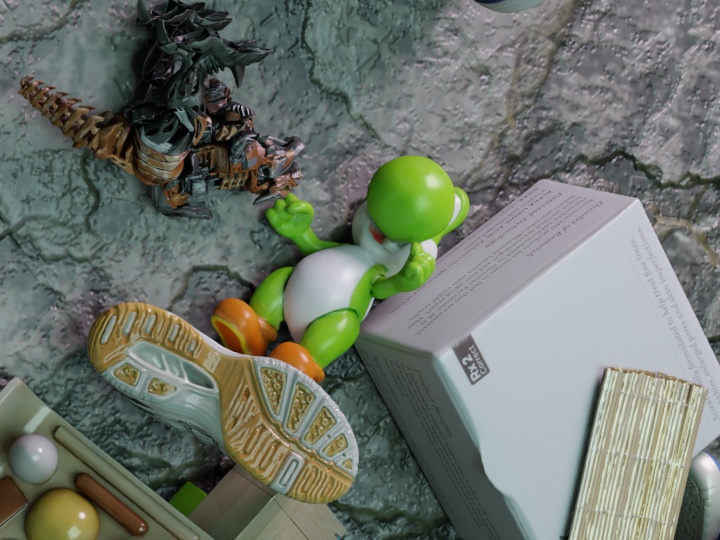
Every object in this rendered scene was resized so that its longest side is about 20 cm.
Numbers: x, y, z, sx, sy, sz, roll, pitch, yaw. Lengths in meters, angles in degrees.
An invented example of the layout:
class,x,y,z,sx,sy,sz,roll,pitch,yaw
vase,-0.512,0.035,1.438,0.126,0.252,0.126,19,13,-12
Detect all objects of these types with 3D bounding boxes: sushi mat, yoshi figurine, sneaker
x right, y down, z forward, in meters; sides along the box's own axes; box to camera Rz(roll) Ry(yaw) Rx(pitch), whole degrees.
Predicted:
class,x,y,z,sx,sy,sz,roll,pitch,yaw
sushi mat,0.188,0.169,1.539,0.095,0.012,0.201,10,94,-30
yoshi figurine,-0.004,-0.011,1.502,0.200,0.112,0.113,-43,109,-20
sneaker,0.273,0.187,1.672,0.111,0.077,0.201,-28,139,-24
sneaker,-0.089,0.084,1.455,0.199,0.088,0.076,34,80,-5

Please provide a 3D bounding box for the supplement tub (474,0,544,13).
class,x,y,z,sx,sy,sz,roll,pitch,yaw
supplement tub,0.065,-0.283,1.473,0.200,0.144,0.145,35,81,-28

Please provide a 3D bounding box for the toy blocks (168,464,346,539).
class,x,y,z,sx,sy,sz,roll,pitch,yaw
toy blocks,-0.075,0.221,1.513,0.200,0.100,0.137,-48,132,-13

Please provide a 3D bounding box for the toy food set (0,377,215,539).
class,x,y,z,sx,sy,sz,roll,pitch,yaw
toy food set,-0.191,0.184,1.412,0.200,0.060,0.144,38,77,8

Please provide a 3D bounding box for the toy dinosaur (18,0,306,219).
class,x,y,z,sx,sy,sz,roll,pitch,yaw
toy dinosaur,-0.120,-0.099,1.436,0.199,0.102,0.136,0,116,-50

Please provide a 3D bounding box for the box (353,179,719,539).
class,x,y,z,sx,sy,sz,roll,pitch,yaw
box,0.133,0.074,1.575,0.200,0.131,0.200,-36,114,-19
